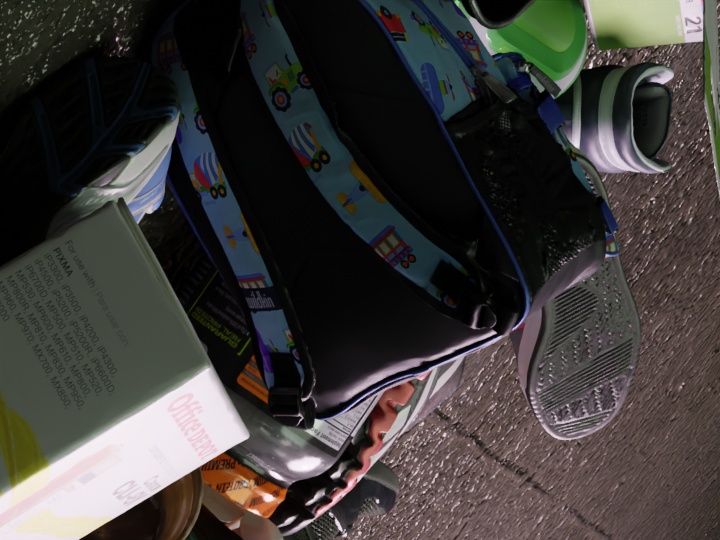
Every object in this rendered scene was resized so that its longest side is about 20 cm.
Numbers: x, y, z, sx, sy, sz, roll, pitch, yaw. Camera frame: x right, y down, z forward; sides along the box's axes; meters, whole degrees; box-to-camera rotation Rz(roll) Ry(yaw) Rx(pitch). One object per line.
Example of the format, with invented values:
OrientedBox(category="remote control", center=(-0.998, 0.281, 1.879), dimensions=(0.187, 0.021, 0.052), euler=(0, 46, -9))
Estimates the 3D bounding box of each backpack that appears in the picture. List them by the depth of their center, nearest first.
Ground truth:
OrientedBox(category="backpack", center=(0.001, -0.053, 0.965), dimensions=(0.182, 0.201, 0.134), euler=(-29, -178, 44))

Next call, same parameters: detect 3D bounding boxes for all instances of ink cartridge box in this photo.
OrientedBox(category="ink cartridge box", center=(-0.153, 0.072, 0.850), dimensions=(0.199, 0.084, 0.145), euler=(-32, 165, -5))
OrientedBox(category="ink cartridge box", center=(0.155, -0.154, 1.137), dimensions=(0.148, 0.075, 0.202), euler=(59, 30, -67))

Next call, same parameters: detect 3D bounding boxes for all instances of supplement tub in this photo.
OrientedBox(category="supplement tub", center=(-0.032, 0.023, 1.117), dimensions=(0.201, 0.122, 0.123), euler=(-55, 158, -1))

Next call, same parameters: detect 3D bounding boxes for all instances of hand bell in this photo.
OrientedBox(category="hand bell", center=(-0.135, 0.167, 1.099), dimensions=(0.104, 0.104, 0.201), euler=(-38, 154, -29))

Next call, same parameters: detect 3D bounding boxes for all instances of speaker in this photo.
OrientedBox(category="speaker", center=(0.058, -0.139, 1.106), dimensions=(0.089, 0.088, 0.200), euler=(-55, 158, 9))

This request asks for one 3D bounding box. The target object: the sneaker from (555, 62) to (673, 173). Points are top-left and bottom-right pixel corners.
OrientedBox(category="sneaker", center=(0.149, -0.092, 1.292), dimensions=(0.200, 0.107, 0.071), euler=(-8, 97, -70))

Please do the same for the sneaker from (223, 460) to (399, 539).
OrientedBox(category="sneaker", center=(-0.044, 0.166, 1.308), dimensions=(0.076, 0.115, 0.199), euler=(-12, 168, 31))

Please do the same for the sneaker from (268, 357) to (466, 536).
OrientedBox(category="sneaker", center=(0.005, 0.074, 1.226), dimensions=(0.201, 0.071, 0.098), euler=(-55, 156, 5))

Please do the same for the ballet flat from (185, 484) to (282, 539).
OrientedBox(category="ballet flat", center=(-0.083, 0.148, 1.133), dimensions=(0.068, 0.200, 0.069), euler=(-14, 125, -27))

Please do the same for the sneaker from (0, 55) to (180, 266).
OrientedBox(category="sneaker", center=(-0.151, -0.008, 0.908), dimensions=(0.200, 0.076, 0.077), euler=(-38, 152, -25))

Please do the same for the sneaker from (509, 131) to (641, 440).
OrientedBox(category="sneaker", center=(0.097, -0.010, 1.190), dimensions=(0.083, 0.121, 0.201), euler=(-17, 126, -9))

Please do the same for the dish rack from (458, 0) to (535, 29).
OrientedBox(category="dish rack", center=(0.059, -0.229, 0.936), dimensions=(0.153, 0.054, 0.201), euler=(-46, 134, -14))
